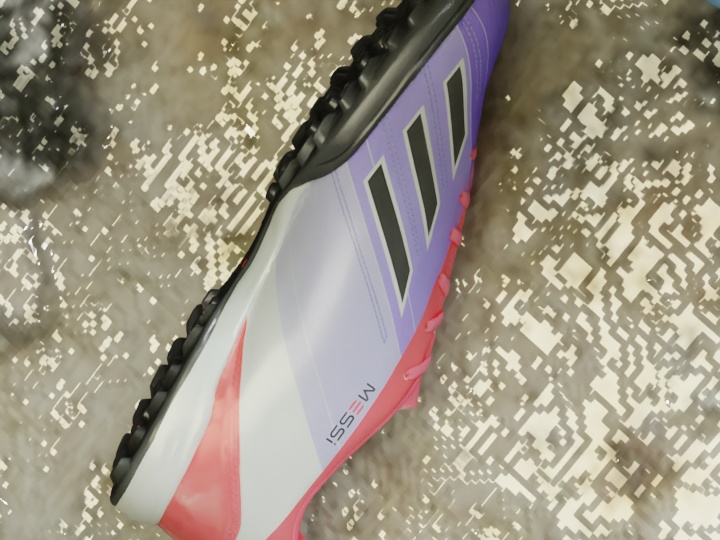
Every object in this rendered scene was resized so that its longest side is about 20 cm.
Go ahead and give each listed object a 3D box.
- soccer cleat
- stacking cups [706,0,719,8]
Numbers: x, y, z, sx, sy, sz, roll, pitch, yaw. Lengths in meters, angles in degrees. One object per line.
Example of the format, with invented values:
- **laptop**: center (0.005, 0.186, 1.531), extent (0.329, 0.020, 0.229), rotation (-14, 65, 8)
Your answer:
- **soccer cleat**: center (0.000, 0.000, 0.826), extent (0.073, 0.068, 0.201), rotation (30, 98, -7)
- **stacking cups**: center (0.115, -0.088, 0.775), extent (0.200, 0.060, 0.061), rotation (36, 103, 16)
